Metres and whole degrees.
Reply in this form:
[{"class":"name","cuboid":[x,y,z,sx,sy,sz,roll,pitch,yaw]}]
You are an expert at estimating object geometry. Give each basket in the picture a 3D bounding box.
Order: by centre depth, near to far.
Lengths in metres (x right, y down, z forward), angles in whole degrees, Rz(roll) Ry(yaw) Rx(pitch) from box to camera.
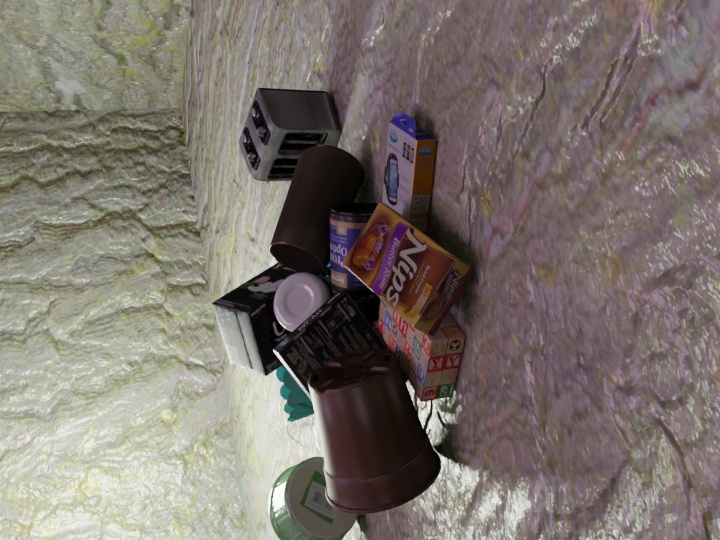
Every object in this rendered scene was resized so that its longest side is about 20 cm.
[{"class":"basket","cuboid":[-0.088,-0.109,1.465,0.180,0.134,0.203,-37,30,62]}]

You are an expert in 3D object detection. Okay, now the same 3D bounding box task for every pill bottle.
[{"class":"pill bottle","cuboid":[-0.001,-0.014,1.401,0.112,0.110,0.205,-146,53,-65]},{"class":"pill bottle","cuboid":[-0.084,0.080,1.494,0.200,0.110,0.115,40,-145,-67]}]

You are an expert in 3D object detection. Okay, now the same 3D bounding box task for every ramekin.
[{"class":"ramekin","cuboid":[-0.096,0.510,1.691,0.098,0.196,0.204,-51,48,52]}]

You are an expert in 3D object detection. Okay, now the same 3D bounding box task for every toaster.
[{"class":"toaster","cuboid":[-0.147,-0.290,1.655,0.181,0.196,0.121,-54,48,50]}]

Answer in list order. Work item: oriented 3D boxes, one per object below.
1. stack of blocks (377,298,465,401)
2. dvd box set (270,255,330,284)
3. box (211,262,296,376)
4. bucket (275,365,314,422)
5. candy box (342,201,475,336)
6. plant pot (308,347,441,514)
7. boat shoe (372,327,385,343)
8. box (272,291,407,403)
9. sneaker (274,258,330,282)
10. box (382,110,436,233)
[{"class":"stack of blocks","cuboid":[0.092,0.099,1.244,0.201,0.057,0.117,-123,33,-53]},{"class":"dvd box set","cuboid":[-0.116,0.010,1.655,0.200,0.029,0.148,45,142,21]},{"class":"box","cuboid":[-0.179,0.094,1.590,0.123,0.199,0.151,10,123,42]},{"class":"bucket","cuboid":[-0.118,0.225,1.714,0.207,0.132,0.212,168,90,-79]},{"class":"candy box","cuboid":[0.068,-0.006,1.160,0.200,0.056,0.118,40,101,44]},{"class":"plant pot","cuboid":[0.013,0.245,1.238,0.200,0.197,0.202,-158,50,-68]},{"class":"boat shoe","cuboid":[-0.021,0.163,1.488,0.199,0.061,0.073,-30,74,44]},{"class":"box","cuboid":[-0.032,0.165,1.348,0.201,0.160,0.043,53,165,-13]},{"class":"sneaker","cuboid":[-0.091,-0.007,1.528,0.198,0.079,0.079,23,126,36]},{"class":"box","cuboid":[0.077,-0.153,1.255,0.119,0.041,0.204,-130,41,-58]}]
